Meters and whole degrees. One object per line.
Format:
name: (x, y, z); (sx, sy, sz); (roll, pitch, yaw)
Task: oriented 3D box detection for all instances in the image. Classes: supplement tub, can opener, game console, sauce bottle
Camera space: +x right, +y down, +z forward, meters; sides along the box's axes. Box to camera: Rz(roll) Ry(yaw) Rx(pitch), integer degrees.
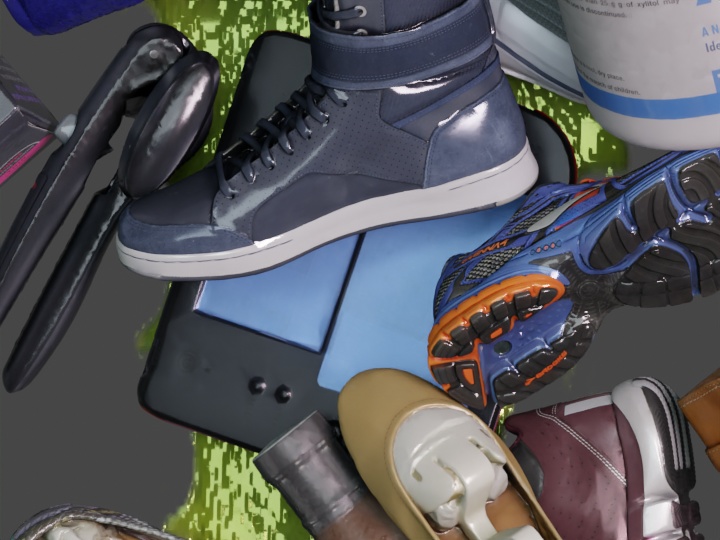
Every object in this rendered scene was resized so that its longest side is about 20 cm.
supplement tub: (0.140, -0.167, 1.305); (0.131, 0.132, 0.201); (-15, 121, 6)
can opener: (-0.137, -0.032, 1.444); (0.063, 0.079, 0.200); (36, 100, 1)
game console: (0.000, 0.000, 1.437); (0.176, 0.031, 0.201); (18, 88, 8)
sauce bottle: (0.024, 0.156, 1.394); (0.065, 0.065, 0.200); (-39, 90, 3)

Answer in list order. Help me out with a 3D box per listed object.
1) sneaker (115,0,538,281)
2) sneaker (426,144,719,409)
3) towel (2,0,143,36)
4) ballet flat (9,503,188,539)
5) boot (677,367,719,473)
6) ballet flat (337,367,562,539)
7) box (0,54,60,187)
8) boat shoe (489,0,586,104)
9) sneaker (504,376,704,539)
sneaker: (-0.030, -0.083, 1.365); (0.202, 0.077, 0.147); (-16, 120, -2)
sneaker: (0.112, -0.019, 1.362); (0.200, 0.075, 0.079); (-28, 38, 10)
towel: (-0.114, -0.192, 1.394); (0.199, 0.148, 0.050); (-12, 44, 32)
ballet flat: (-0.079, 0.163, 1.416); (0.200, 0.072, 0.072); (16, 88, 8)
boot: (0.197, 0.118, 1.353); (0.155, 0.077, 0.200); (44, 124, 5)
ballet flat: (0.062, 0.115, 1.347); (0.069, 0.063, 0.200); (-31, 74, -22)
box: (-0.259, -0.108, 1.441); (0.122, 0.106, 0.200); (-40, 82, 2)
boat shoe: (0.041, -0.131, 1.431); (0.200, 0.074, 0.067); (35, 120, 6)
sneaker: (0.106, 0.156, 1.400); (0.115, 0.076, 0.201); (-9, 81, 19)
